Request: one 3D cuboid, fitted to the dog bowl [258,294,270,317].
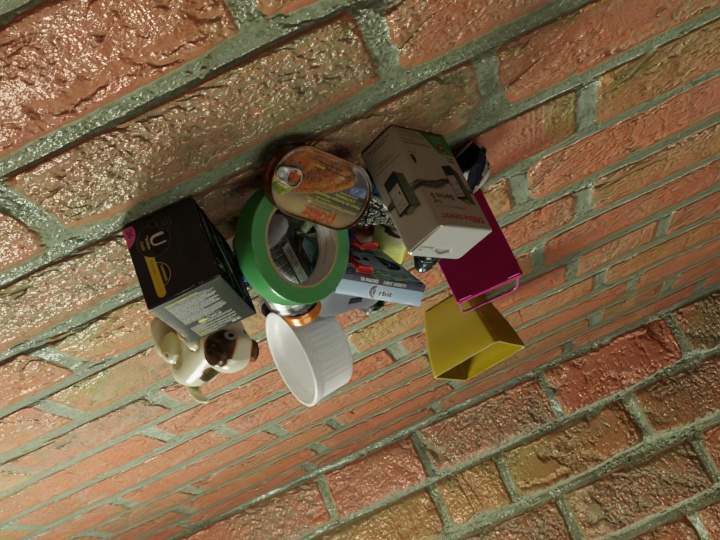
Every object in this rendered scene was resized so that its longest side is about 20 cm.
[{"bbox_3d":[-0.114,0.024,1.758,0.199,0.059,0.200,-20,157,-9],"label":"dog bowl"}]

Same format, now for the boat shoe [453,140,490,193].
[{"bbox_3d":[0.160,-0.143,1.571,0.200,0.074,0.093,-56,158,-15],"label":"boat shoe"}]

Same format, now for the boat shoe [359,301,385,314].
[{"bbox_3d":[0.026,0.061,1.907,0.076,0.060,0.200,-62,169,13],"label":"boat shoe"}]

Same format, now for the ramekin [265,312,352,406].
[{"bbox_3d":[-0.099,0.158,1.749,0.097,0.201,0.201,-23,160,-25],"label":"ramekin"}]

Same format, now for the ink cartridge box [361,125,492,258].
[{"bbox_3d":[0.110,-0.127,1.451,0.146,0.201,0.084,1,147,-47],"label":"ink cartridge box"}]

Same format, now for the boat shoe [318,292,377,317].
[{"bbox_3d":[-0.044,0.041,1.700,0.199,0.065,0.074,0,123,-49],"label":"boat shoe"}]

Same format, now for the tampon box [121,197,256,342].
[{"bbox_3d":[-0.275,0.005,1.428,0.126,0.150,0.200,-25,158,0],"label":"tampon box"}]

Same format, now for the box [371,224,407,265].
[{"bbox_3d":[0.066,-0.083,1.667,0.050,0.075,0.200,-61,171,-24],"label":"box"}]

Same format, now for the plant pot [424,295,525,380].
[{"bbox_3d":[0.281,0.163,2.316,0.200,0.177,0.200,-33,157,23],"label":"plant pot"}]

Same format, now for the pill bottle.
[{"bbox_3d":[-0.135,0.006,1.527,0.106,0.106,0.200,-24,129,1],"label":"pill bottle"}]

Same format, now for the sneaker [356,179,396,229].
[{"bbox_3d":[0.021,-0.126,1.528,0.199,0.090,0.079,12,133,-23],"label":"sneaker"}]

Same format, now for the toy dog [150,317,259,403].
[{"bbox_3d":[-0.285,0.146,1.652,0.139,0.195,0.199,11,163,-42],"label":"toy dog"}]

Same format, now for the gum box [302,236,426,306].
[{"bbox_3d":[0.000,0.000,1.600,0.169,0.200,0.045,11,104,-26],"label":"gum box"}]

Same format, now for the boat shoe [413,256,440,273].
[{"bbox_3d":[0.142,-0.071,1.661,0.074,0.200,0.062,15,130,4],"label":"boat shoe"}]

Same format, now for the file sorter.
[{"bbox_3d":[0.220,-0.034,1.780,0.138,0.201,0.125,-24,161,1],"label":"file sorter"}]

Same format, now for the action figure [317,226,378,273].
[{"bbox_3d":[-0.010,-0.050,1.551,0.099,0.200,0.066,5,107,-32],"label":"action figure"}]

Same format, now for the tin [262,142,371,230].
[{"bbox_3d":[-0.067,-0.130,1.384,0.199,0.042,0.113,18,93,-43],"label":"tin"}]

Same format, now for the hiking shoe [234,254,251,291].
[{"bbox_3d":[-0.223,0.001,1.610,0.199,0.075,0.087,-21,132,1],"label":"hiking shoe"}]

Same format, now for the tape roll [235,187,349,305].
[{"bbox_3d":[-0.107,-0.044,1.421,0.200,0.202,0.048,-2,176,-43],"label":"tape roll"}]
